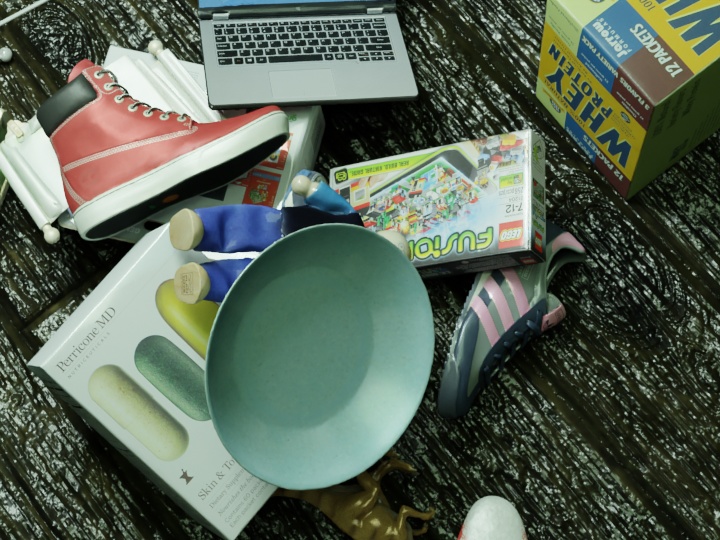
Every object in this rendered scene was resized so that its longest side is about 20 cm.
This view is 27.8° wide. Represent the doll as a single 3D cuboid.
[{"bbox_3d":[-0.048,-0.007,1.121,0.198,0.048,0.138,-3,83,-33],"label":"doll"}]

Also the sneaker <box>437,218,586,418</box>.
[{"bbox_3d":[0.130,0.043,1.251,0.081,0.070,0.202,20,74,14],"label":"sneaker"}]

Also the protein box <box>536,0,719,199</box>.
[{"bbox_3d":[0.273,-0.203,1.263,0.199,0.199,0.135,-37,72,-9],"label":"protein box"}]

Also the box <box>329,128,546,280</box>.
[{"bbox_3d":[0.064,-0.050,1.261,0.198,0.035,0.111,-10,68,28],"label":"box"}]

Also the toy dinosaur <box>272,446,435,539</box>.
[{"bbox_3d":[-0.005,0.195,1.210,0.198,0.060,0.107,27,75,11],"label":"toy dinosaur"}]

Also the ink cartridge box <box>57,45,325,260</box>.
[{"bbox_3d":[-0.150,-0.088,1.305,0.198,0.084,0.177,13,74,8],"label":"ink cartridge box"}]

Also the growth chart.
[{"bbox_3d":[-0.217,-0.110,1.263,0.199,0.018,0.146,-30,74,-5],"label":"growth chart"}]

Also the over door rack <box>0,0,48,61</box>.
[{"bbox_3d":[-0.353,-0.283,1.383,0.199,0.067,0.149,-31,71,14],"label":"over door rack"}]

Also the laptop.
[{"bbox_3d":[-0.051,-0.252,1.286,0.185,0.117,0.201,-4,46,-8],"label":"laptop"}]

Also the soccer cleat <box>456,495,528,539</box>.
[{"bbox_3d":[0.101,0.278,1.163,0.068,0.085,0.202,8,72,6],"label":"soccer cleat"}]

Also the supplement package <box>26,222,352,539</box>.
[{"bbox_3d":[-0.142,0.089,1.171,0.200,0.151,0.152,44,76,-10],"label":"supplement package"}]

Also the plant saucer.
[{"bbox_3d":[-0.035,0.062,1.089,0.199,0.039,0.204,-7,104,-31],"label":"plant saucer"}]

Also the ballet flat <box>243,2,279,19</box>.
[{"bbox_3d":[-0.043,-0.293,1.379,0.075,0.064,0.200,36,75,24],"label":"ballet flat"}]

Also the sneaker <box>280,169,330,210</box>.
[{"bbox_3d":[0.000,0.000,1.213,0.084,0.201,0.077,-4,35,30],"label":"sneaker"}]

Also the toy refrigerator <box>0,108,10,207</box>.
[{"bbox_3d":[-0.370,-0.048,1.306,0.069,0.076,0.202,15,71,8],"label":"toy refrigerator"}]

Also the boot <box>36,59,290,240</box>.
[{"bbox_3d":[-0.168,-0.130,1.219,0.198,0.072,0.146,-22,78,1],"label":"boot"}]
